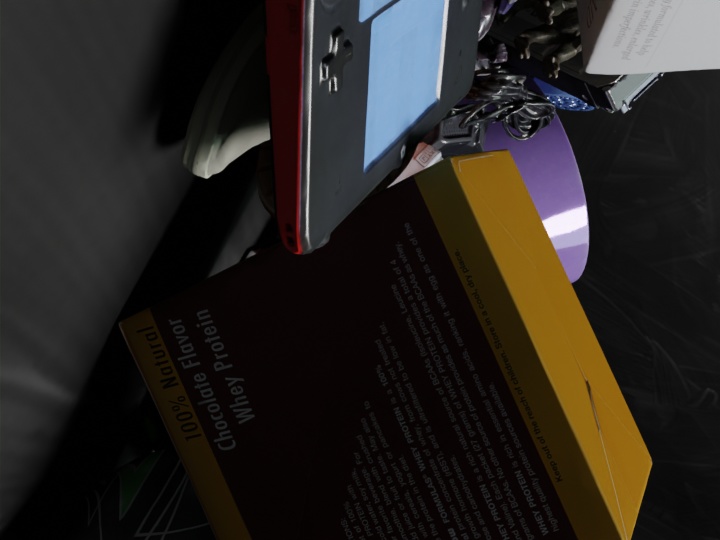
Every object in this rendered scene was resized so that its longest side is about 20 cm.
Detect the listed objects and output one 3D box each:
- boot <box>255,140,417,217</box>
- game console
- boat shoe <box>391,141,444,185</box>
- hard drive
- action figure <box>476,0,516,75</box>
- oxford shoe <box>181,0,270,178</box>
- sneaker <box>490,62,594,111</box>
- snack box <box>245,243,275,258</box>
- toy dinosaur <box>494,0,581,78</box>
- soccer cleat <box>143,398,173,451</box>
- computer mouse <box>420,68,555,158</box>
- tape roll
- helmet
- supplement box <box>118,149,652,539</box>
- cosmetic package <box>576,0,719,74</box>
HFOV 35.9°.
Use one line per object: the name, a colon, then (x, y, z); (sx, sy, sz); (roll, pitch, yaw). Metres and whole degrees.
boot: (-0.008, -0.071, 0.670); (0.200, 0.075, 0.107); (-51, 177, -45)
game console: (0.016, -0.124, 0.469); (0.200, 0.031, 0.178); (-48, 143, -51)
boat shoe: (0.000, 0.000, 0.762); (0.200, 0.062, 0.072); (-47, 177, 32)
hard drive: (0.198, -0.218, 0.947); (0.140, 0.200, 0.038); (-43, 131, -3)
action figure: (0.078, -0.173, 0.827); (0.200, 0.069, 0.130); (-57, 179, 33)
oxford shoe: (-0.015, -0.102, 0.526); (0.200, 0.058, 0.075); (-49, 171, -45)
sneaker: (0.160, -0.200, 1.034); (0.200, 0.070, 0.078); (33, -72, 61)
snack box: (-0.062, 0.011, 0.847); (0.072, 0.024, 0.200); (-57, 174, 12)
toy dinosaur: (0.170, -0.210, 0.890); (0.102, 0.077, 0.200); (-26, -159, -15)
soccer cleat: (-0.120, 0.109, 0.775); (0.081, 0.068, 0.200); (-13, 154, -36)
computer mouse: (0.039, -0.088, 0.809); (0.199, 0.053, 0.138); (-34, 165, 18)
tape roll: (0.118, -0.071, 0.981); (0.084, 0.201, 0.200); (-18, 165, -9)
helmet: (-0.108, 0.203, 0.684); (0.191, 0.200, 0.200); (-39, -173, 43)
supplement box: (0.018, 0.067, 0.596); (0.199, 0.198, 0.133); (-25, 179, 21)
cosmetic package: (0.227, -0.254, 0.711); (0.165, 0.164, 0.201); (87, 1, -74)
